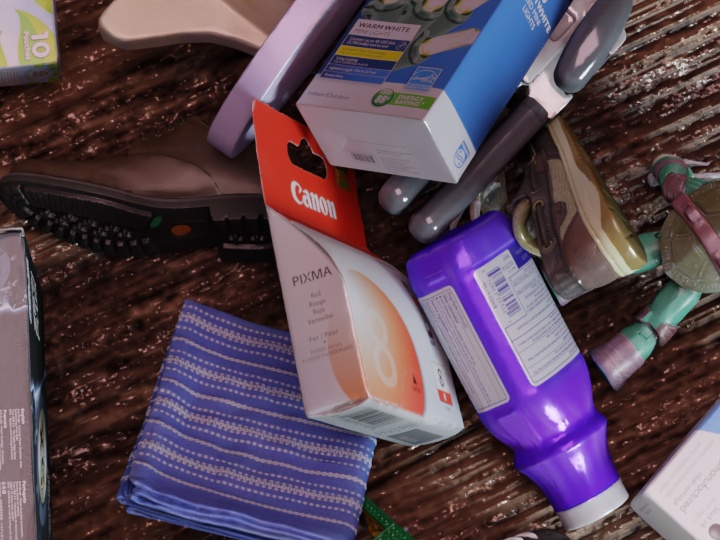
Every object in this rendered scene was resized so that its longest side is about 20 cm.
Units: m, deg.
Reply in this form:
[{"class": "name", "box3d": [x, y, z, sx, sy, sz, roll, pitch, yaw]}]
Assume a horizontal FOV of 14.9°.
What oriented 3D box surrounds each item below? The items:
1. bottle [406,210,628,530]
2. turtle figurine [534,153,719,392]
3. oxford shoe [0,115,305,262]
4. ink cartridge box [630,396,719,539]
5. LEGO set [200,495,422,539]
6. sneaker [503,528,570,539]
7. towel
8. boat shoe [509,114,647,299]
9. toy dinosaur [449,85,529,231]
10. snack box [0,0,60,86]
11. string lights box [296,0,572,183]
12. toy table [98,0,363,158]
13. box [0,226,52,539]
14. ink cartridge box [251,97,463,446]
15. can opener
[{"class": "bottle", "box3d": [0.103, 0.065, 1.724, 0.065, 0.083, 0.201, -25, 95, 35]}, {"class": "turtle figurine", "box3d": [0.220, -0.016, 1.747, 0.199, 0.101, 0.150, -31, 70, 1]}, {"class": "oxford shoe", "box3d": [-0.131, -0.056, 1.757, 0.198, 0.073, 0.085, 4, 62, -5]}, {"class": "ink cartridge box", "box3d": [0.283, 0.167, 1.722, 0.200, 0.068, 0.116, 41, 79, 6]}, {"class": "LEGO set", "box3d": [-0.041, 0.216, 1.690, 0.153, 0.116, 0.200, 28, 61, 33]}, {"class": "sneaker", "box3d": [0.088, 0.192, 1.668, 0.071, 0.199, 0.080, -31, 51, 31]}, {"class": "towel", "box3d": [-0.061, 0.095, 1.680, 0.144, 0.024, 0.201, 15, 37, -1]}, {"class": "boat shoe", "box3d": [0.123, -0.039, 1.702, 0.066, 0.201, 0.072, -31, 112, 4]}, {"class": "toy dinosaur", "box3d": [0.050, -0.124, 1.771, 0.102, 0.077, 0.200, -38, 86, -24]}, {"class": "snack box", "box3d": [-0.269, -0.216, 1.755, 0.141, 0.053, 0.202, -5, 79, -6]}, {"class": "string lights box", "box3d": [0.057, -0.150, 1.703, 0.102, 0.059, 0.201, 9, 55, 37]}, {"class": "toy table", "box3d": [-0.066, -0.184, 1.721, 0.117, 0.184, 0.200, 37, 63, 4]}, {"class": "box", "box3d": [-0.235, 0.090, 1.663, 0.085, 0.164, 0.202, -3, 77, -3]}, {"class": "ink cartridge box", "box3d": [0.000, 0.000, 1.681, 0.050, 0.162, 0.202, -14, 76, 20]}, {"class": "can opener", "box3d": [0.093, -0.104, 1.707, 0.053, 0.067, 0.200, 43, 75, 1]}]
